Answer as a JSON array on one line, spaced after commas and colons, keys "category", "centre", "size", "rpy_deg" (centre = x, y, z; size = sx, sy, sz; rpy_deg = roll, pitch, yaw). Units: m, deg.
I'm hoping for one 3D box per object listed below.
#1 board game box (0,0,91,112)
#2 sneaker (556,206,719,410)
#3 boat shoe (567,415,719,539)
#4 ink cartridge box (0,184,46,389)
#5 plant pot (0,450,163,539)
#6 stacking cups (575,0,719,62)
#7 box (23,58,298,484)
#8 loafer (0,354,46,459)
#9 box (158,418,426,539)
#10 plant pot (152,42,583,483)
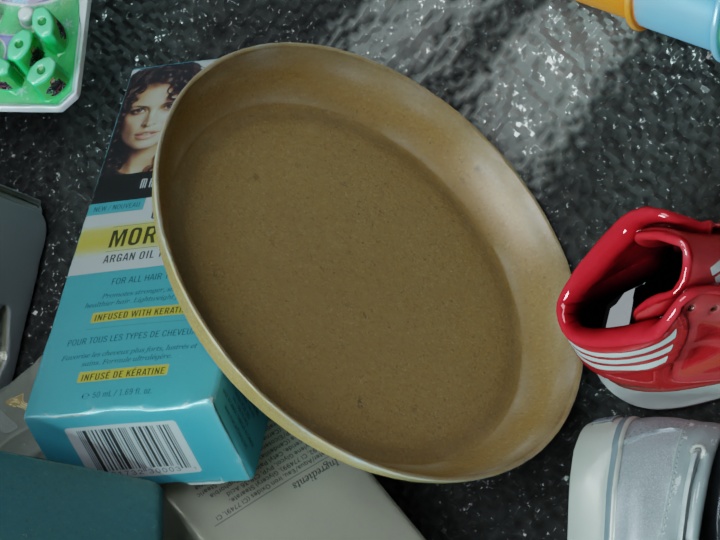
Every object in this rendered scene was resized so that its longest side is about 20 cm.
[{"category": "board game box", "centre": [-0.208, -0.167, 1.251], "size": [0.200, 0.026, 0.200], "rpy_deg": [1, 74, 13]}, {"category": "sneaker", "centre": [0.170, 0.005, 1.111], "size": [0.200, 0.116, 0.078], "rpy_deg": [-22, 74, 17]}, {"category": "boat shoe", "centre": [0.122, 0.154, 1.131], "size": [0.071, 0.070, 0.201], "rpy_deg": [-6, 77, 23]}, {"category": "ink cartridge box", "centre": [-0.255, 0.017, 1.289], "size": [0.200, 0.088, 0.145], "rpy_deg": [11, 86, 20]}, {"category": "plant pot", "centre": [-0.156, 0.185, 1.073], "size": [0.141, 0.141, 0.200], "rpy_deg": [-54, 33, 39]}, {"category": "stacking cups", "centre": [0.139, -0.119, 1.175], "size": [0.200, 0.061, 0.061], "rpy_deg": [24, 91, 24]}, {"category": "box", "centre": [-0.069, -0.003, 1.184], "size": [0.082, 0.049, 0.200], "rpy_deg": [-6, 45, 19]}, {"category": "loafer", "centre": [-0.151, 0.087, 1.199], "size": [0.200, 0.070, 0.070], "rpy_deg": [-25, 40, -22]}, {"category": "box", "centre": [-0.011, 0.136, 1.170], "size": [0.082, 0.068, 0.200], "rpy_deg": [-29, 67, -24]}, {"category": "plant pot", "centre": [0.000, 0.000, 1.151], "size": [0.027, 0.200, 0.200], "rpy_deg": [-43, 66, 41]}]
